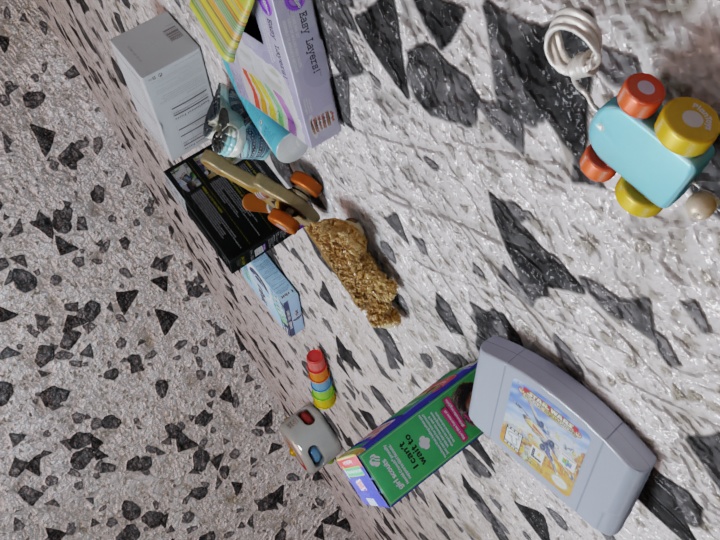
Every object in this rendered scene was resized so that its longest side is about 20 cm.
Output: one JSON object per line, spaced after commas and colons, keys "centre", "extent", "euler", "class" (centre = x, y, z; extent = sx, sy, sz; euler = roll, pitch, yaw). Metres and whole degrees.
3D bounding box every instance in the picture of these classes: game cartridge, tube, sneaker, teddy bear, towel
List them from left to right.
{"centre": [-0.118, -0.304, 0.685], "extent": [0.087, 0.018, 0.200], "euler": [57, 142, 12], "class": "towel"}
{"centre": [-0.179, -0.210, 1.041], "extent": [0.078, 0.085, 0.201], "euler": [-62, 29, 24], "class": "sneaker"}
{"centre": [-0.140, -0.228, 0.963], "extent": [0.201, 0.050, 0.078], "euler": [52, 163, 29], "class": "tube"}
{"centre": [0.000, 0.000, 0.975], "extent": [0.201, 0.066, 0.145], "euler": [57, 173, -22], "class": "teddy bear"}
{"centre": [0.193, 0.160, 0.713], "extent": [0.199, 0.041, 0.134], "euler": [38, 147, 35], "class": "game cartridge"}

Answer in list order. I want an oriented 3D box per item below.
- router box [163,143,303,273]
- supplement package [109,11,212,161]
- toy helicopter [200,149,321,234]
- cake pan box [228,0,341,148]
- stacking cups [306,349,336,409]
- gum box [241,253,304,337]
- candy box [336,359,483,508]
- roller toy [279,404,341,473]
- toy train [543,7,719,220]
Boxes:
{"centre": [-0.207, -0.117, 1.157], "extent": [0.201, 0.148, 0.051], "euler": [51, 162, 16], "class": "router box"}
{"centre": [-0.326, -0.309, 1.202], "extent": [0.114, 0.109, 0.201], "euler": [48, 160, 23], "class": "supplement package"}
{"centre": [-0.146, -0.120, 1.038], "extent": [0.198, 0.080, 0.132], "euler": [30, 173, 8], "class": "toy helicopter"}
{"centre": [-0.105, -0.262, 0.797], "extent": [0.184, 0.052, 0.202], "euler": [40, 155, 37], "class": "cake pan box"}
{"centre": [-0.096, 0.253, 1.679], "extent": [0.060, 0.060, 0.202], "euler": [43, 154, 35], "class": "stacking cups"}
{"centre": [-0.205, 0.032, 1.588], "extent": [0.200, 0.044, 0.171], "euler": [49, 161, 24], "class": "gum box"}
{"centre": [0.076, 0.204, 0.879], "extent": [0.077, 0.199, 0.169], "euler": [53, 162, 7], "class": "candy box"}
{"centre": [-0.161, 0.519, 2.167], "extent": [0.201, 0.139, 0.183], "euler": [53, 162, 13], "class": "roller toy"}
{"centre": [0.186, -0.083, 0.334], "extent": [0.199, 0.055, 0.152], "euler": [24, 143, 54], "class": "toy train"}
